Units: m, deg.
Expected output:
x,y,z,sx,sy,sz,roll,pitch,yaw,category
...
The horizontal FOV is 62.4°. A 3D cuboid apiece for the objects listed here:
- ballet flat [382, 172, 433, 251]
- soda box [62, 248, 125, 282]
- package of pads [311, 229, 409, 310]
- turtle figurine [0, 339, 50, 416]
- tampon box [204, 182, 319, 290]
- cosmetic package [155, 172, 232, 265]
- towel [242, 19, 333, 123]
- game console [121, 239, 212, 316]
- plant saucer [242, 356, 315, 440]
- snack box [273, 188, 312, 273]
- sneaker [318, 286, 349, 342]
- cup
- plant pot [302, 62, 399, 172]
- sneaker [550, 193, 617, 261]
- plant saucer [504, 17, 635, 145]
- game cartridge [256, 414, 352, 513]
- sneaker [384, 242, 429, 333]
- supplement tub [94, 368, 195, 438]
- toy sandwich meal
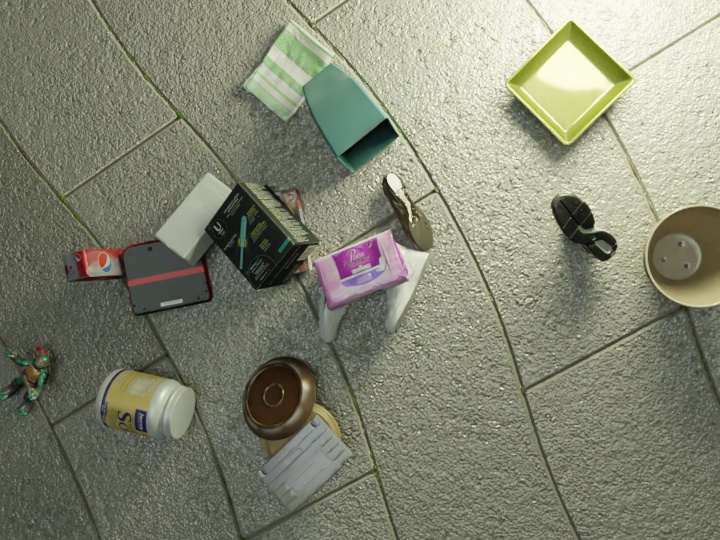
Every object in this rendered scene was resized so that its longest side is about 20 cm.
x,y,z,sx,sy,sz,roll,pitch,yaw,category
0.105,-0.133,1.384,0.046,0.067,0.201,-31,88,54,ballet flat
-0.627,-0.014,1.445,0.063,0.200,0.071,-13,89,12,soda box
0.000,0.000,1.328,0.199,0.076,0.121,-22,81,9,package of pads
-0.863,0.278,1.549,0.150,0.100,0.200,47,115,21,turtle figurine
-0.229,-0.081,1.383,0.200,0.126,0.150,47,110,14,tampon box
-0.385,-0.124,1.435,0.101,0.074,0.200,37,83,14,cosmetic package
-0.174,-0.483,1.440,0.152,0.023,0.200,40,98,7,towel
-0.483,0.008,1.482,0.198,0.031,0.178,-11,94,-7,game console
-0.201,0.299,1.412,0.199,0.032,0.202,-9,64,19,plant saucer
-0.170,-0.093,1.446,0.071,0.024,0.202,-10,90,13,snack box
-0.054,0.073,1.407,0.080,0.076,0.202,5,94,1,sneaker
0.675,-0.029,1.227,0.199,0.143,0.202,0,91,11,cup
-0.035,-0.358,1.362,0.141,0.141,0.201,-37,77,9,plant pot
0.448,-0.099,1.270,0.200,0.115,0.076,38,93,-26,sneaker
0.456,-0.408,1.309,0.200,0.048,0.200,-44,83,9,plant saucer
-0.129,0.449,1.381,0.200,0.038,0.130,-44,90,4,game cartridge
0.072,0.035,1.384,0.115,0.074,0.201,22,86,12,sneaker
-0.525,0.330,1.461,0.198,0.145,0.147,10,93,11,supplement tub
-0.142,0.405,1.434,0.203,0.070,0.207,0,90,6,toy sandwich meal
